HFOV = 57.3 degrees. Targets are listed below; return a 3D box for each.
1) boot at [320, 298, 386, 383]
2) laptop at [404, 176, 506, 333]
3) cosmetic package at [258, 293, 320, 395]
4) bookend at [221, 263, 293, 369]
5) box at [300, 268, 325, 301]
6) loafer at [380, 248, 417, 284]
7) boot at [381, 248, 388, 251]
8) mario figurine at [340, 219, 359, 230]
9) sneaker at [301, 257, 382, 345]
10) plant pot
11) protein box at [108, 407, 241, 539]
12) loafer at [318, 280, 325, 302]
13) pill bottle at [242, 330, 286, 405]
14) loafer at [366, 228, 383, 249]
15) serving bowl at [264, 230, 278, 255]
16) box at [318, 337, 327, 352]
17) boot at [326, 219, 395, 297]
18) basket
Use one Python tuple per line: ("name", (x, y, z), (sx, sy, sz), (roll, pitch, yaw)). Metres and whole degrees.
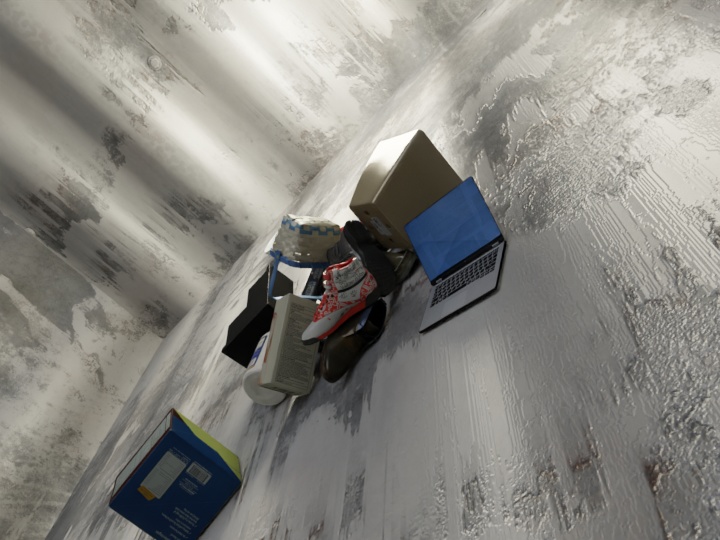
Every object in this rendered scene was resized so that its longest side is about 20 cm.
("boot", (-0.013, 0.134, 1.340), (0.097, 0.074, 0.202), (-37, 18, 46))
("laptop", (0.153, -0.027, 1.177), (0.186, 0.116, 0.202), (-36, 20, 40))
("cosmetic package", (-0.152, 0.168, 1.476), (0.087, 0.102, 0.204), (-24, 50, 58))
("bookend", (-0.279, 0.124, 1.803), (0.200, 0.092, 0.200), (-45, 26, 19))
("box", (-0.132, 0.067, 1.733), (0.111, 0.034, 0.203), (105, -176, -60))
("loafer", (0.053, -0.007, 1.488), (0.199, 0.069, 0.076), (-28, 26, 53))
("boot", (-0.011, -0.083, 1.669), (0.200, 0.165, 0.066), (-46, 2, 18))
("mario figurine", (-0.003, -0.089, 1.870), (0.200, 0.104, 0.126), (-57, -21, -61))
("sneaker", (-0.062, 0.059, 1.360), (0.200, 0.109, 0.067), (-35, 12, 5))
("plant pot", (0.092, -0.158, 1.443), (0.178, 0.200, 0.199), (-49, 20, -15))
("protein box", (-0.396, 0.454, 1.423), (0.201, 0.198, 0.135), (-50, 16, -3))
("loafer", (-0.050, 0.001, 1.759), (0.201, 0.071, 0.063), (-54, 12, -4))
("pill bottle", (-0.209, 0.220, 1.608), (0.111, 0.111, 0.201), (-39, 19, 30))
("loafer", (0.062, -0.096, 1.560), (0.198, 0.072, 0.068), (-26, -1, -31))
("serving bowl", (-0.324, -0.134, 2.815), (0.200, 0.066, 0.201), (-45, 16, 16))
("box", (-0.062, 0.116, 1.562), (0.162, 0.049, 0.199), (-54, 16, -22))
("boot", (0.000, 0.000, 1.472), (0.202, 0.069, 0.132), (64, 142, 27))
("basket", (-0.130, -0.027, 1.585), (0.138, 0.174, 0.205), (21, 105, 47))
